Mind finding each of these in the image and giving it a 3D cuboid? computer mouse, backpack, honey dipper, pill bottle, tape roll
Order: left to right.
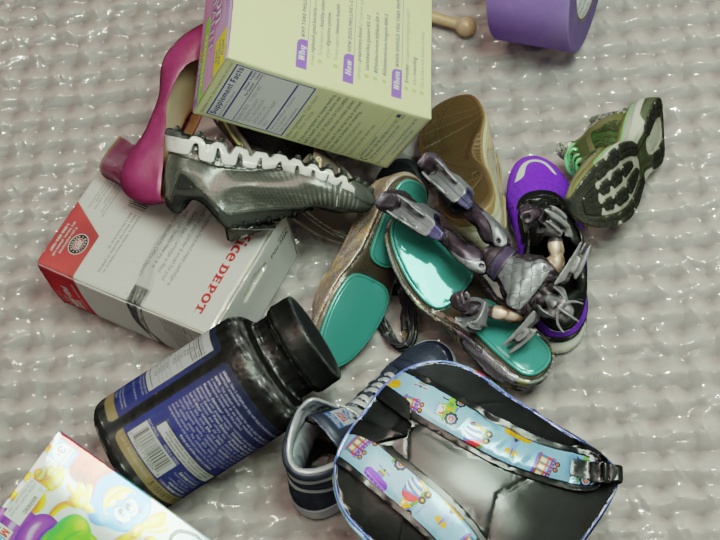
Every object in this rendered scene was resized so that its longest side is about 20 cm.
[{"bbox_3d":[-0.122,0.111,1.152,0.199,0.112,0.112,-32,59,4],"label":"pill bottle"},{"bbox_3d":[0.030,-0.284,1.419,0.199,0.038,0.038,21,66,17],"label":"honey dipper"},{"bbox_3d":[0.042,-0.016,1.267,0.058,0.034,0.201,-12,64,30],"label":"computer mouse"},{"bbox_3d":[0.080,0.181,1.063,0.199,0.135,0.183,34,72,11],"label":"backpack"},{"bbox_3d":[0.192,-0.323,1.317,0.084,0.200,0.201,13,63,16],"label":"tape roll"}]

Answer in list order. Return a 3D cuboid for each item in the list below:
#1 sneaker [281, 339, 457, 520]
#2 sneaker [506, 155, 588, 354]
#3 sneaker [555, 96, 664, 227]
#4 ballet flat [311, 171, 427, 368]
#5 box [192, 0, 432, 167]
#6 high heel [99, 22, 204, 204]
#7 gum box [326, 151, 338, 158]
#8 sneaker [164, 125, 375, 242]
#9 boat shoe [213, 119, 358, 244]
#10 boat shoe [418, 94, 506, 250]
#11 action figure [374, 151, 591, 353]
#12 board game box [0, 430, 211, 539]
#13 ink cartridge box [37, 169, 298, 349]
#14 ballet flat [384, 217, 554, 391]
[{"bbox_3d":[0.010,0.122,1.145,0.070,0.109,0.200,37,72,26],"label":"sneaker"},{"bbox_3d":[0.175,-0.034,1.211,0.069,0.100,0.201,-7,60,3],"label":"sneaker"},{"bbox_3d":[0.221,-0.098,1.244,0.088,0.077,0.200,1,28,33],"label":"sneaker"},{"bbox_3d":[0.000,0.000,1.237,0.067,0.068,0.201,16,75,58],"label":"ballet flat"},{"bbox_3d":[-0.041,-0.214,1.227,0.199,0.097,0.177,14,60,-22],"label":"box"},{"bbox_3d":[-0.159,-0.149,1.251,0.096,0.067,0.201,27,82,41],"label":"high heel"},{"bbox_3d":[-0.032,-0.183,1.352,0.199,0.066,0.114,-24,60,-5],"label":"gum box"},{"bbox_3d":[-0.088,-0.066,1.202,0.199,0.066,0.091,13,95,-4],"label":"sneaker"},{"bbox_3d":[-0.063,-0.100,1.263,0.072,0.060,0.200,-43,96,-2],"label":"boat shoe"},{"bbox_3d":[0.104,-0.094,1.282,0.072,0.065,0.201,-21,40,12],"label":"boat shoe"},{"bbox_3d":[0.110,-0.015,1.142,0.200,0.069,0.130,41,89,21],"label":"action figure"},{"bbox_3d":[-0.195,0.235,1.074,0.200,0.103,0.105,36,69,-3],"label":"board game box"},{"bbox_3d":[-0.181,-0.011,1.269,0.199,0.083,0.147,21,65,20],"label":"ink cartridge box"},{"bbox_3d":[0.091,0.034,1.199,0.072,0.072,0.200,-39,75,-13],"label":"ballet flat"}]
